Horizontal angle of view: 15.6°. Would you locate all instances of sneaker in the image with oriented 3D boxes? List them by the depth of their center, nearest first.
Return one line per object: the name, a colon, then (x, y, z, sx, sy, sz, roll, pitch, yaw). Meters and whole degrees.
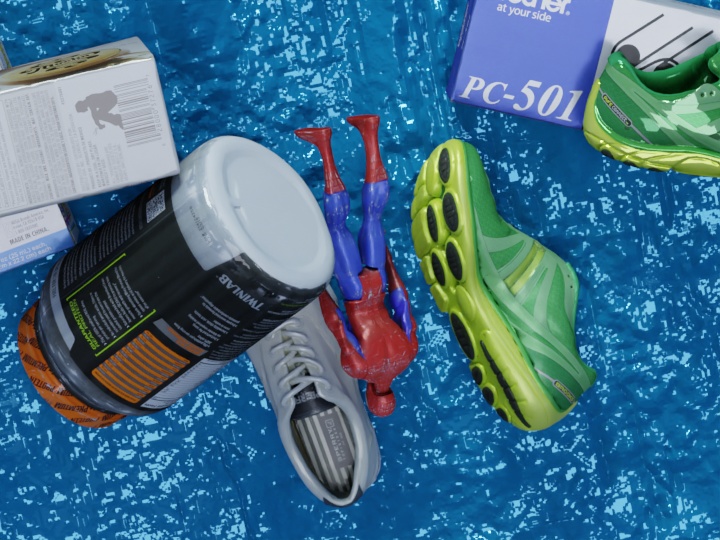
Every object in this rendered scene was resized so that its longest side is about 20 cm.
sneaker: (0.244, -0.101, 1.681, 0.199, 0.074, 0.084, 5, 107, -4)
sneaker: (0.096, 0.005, 1.753, 0.083, 0.074, 0.201, -26, 99, -27)
sneaker: (-0.036, 0.065, 1.761, 0.073, 0.071, 0.201, -25, 102, 5)

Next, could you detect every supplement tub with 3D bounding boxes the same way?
supplement tub: (-0.123, 0.013, 1.699, 0.200, 0.123, 0.123, -35, 104, 30)

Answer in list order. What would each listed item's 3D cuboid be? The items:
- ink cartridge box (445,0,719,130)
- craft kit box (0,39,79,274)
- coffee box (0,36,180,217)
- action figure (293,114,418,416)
ink cartridge box: (0.164, -0.138, 1.729, 0.199, 0.044, 0.094, 12, 103, -6)
craft kit box: (-0.313, -0.075, 1.732, 0.199, 0.049, 0.198, -20, 107, 3)
coffee box: (-0.222, -0.082, 1.653, 0.199, 0.113, 0.080, -14, 103, -6)
action figure: (0.000, 0.000, 1.740, 0.065, 0.052, 0.201, -16, 101, -32)
